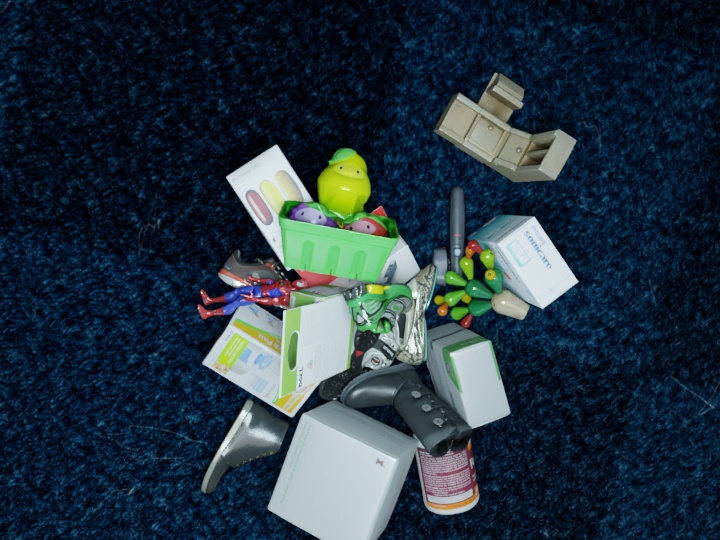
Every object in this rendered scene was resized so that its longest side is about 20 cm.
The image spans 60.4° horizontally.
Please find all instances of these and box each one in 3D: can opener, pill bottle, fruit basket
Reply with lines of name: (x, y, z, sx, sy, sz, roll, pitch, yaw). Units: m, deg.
can opener: (0.186, -0.065, 1.219, 0.078, 0.063, 0.201, 4, 96, -6)
pill bottle: (0.168, 0.369, 1.238, 0.114, 0.114, 0.201, -11, 98, -5)
fruit basket: (-0.033, -0.101, 1.048, 0.215, 0.156, 0.216, 0, 109, -1)

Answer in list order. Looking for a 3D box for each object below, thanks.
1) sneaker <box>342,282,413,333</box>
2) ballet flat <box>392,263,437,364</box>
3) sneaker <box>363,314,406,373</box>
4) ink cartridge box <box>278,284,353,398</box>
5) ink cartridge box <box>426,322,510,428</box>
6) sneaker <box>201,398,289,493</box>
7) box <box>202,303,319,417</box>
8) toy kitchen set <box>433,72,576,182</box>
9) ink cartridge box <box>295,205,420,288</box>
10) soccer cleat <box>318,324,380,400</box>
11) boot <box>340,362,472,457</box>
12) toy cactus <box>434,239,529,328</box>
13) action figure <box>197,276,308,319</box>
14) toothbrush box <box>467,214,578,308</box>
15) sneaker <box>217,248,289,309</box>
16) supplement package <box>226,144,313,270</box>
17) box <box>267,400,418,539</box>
sneaker: (0.035, 0.070, 1.086, 0.078, 0.200, 0.086, -17, 81, 29)
ballet flat: (0.100, 0.080, 1.195, 0.075, 0.068, 0.201, 9, 87, -9)
sneaker: (0.039, 0.166, 1.216, 0.074, 0.089, 0.200, 31, 90, -7)
ink cartridge box: (-0.095, 0.111, 1.044, 0.076, 0.200, 0.148, 11, 102, 31)
ink cartridge box: (0.193, 0.191, 1.180, 0.084, 0.200, 0.147, -18, 98, -8)
sneaker: (-0.227, 0.364, 1.211, 0.106, 0.075, 0.200, 30, 91, -6)
box: (-0.173, 0.164, 1.167, 0.200, 0.101, 0.113, 34, 116, -9)
toy kitchen set: (0.280, -0.286, 1.146, 0.200, 0.180, 0.164, 28, 91, -13)
ink cartridge box: (0.000, 0.000, 1.166, 0.200, 0.045, 0.176, -36, 139, -2)
soccer cleat: (-0.024, 0.154, 1.177, 0.068, 0.073, 0.200, 21, 104, -27)
boot: (0.080, 0.262, 1.116, 0.164, 0.200, 0.066, -19, 132, -23)
toy cactus: (0.230, 0.044, 1.145, 0.165, 0.102, 0.200, 26, 128, 9)
action figure: (-0.192, 0.042, 1.117, 0.199, 0.066, 0.052, -9, 125, 2)
toothbrush box: (0.299, -0.023, 1.168, 0.085, 0.200, 0.147, -37, 100, -2)
sneaker: (-0.169, 0.019, 1.185, 0.199, 0.077, 0.082, 25, 86, -9)
supplement package: (-0.146, -0.116, 1.152, 0.114, 0.110, 0.200, -34, 99, -3)
box: (-0.028, 0.382, 1.159, 0.199, 0.171, 0.200, 22, 94, 17)
